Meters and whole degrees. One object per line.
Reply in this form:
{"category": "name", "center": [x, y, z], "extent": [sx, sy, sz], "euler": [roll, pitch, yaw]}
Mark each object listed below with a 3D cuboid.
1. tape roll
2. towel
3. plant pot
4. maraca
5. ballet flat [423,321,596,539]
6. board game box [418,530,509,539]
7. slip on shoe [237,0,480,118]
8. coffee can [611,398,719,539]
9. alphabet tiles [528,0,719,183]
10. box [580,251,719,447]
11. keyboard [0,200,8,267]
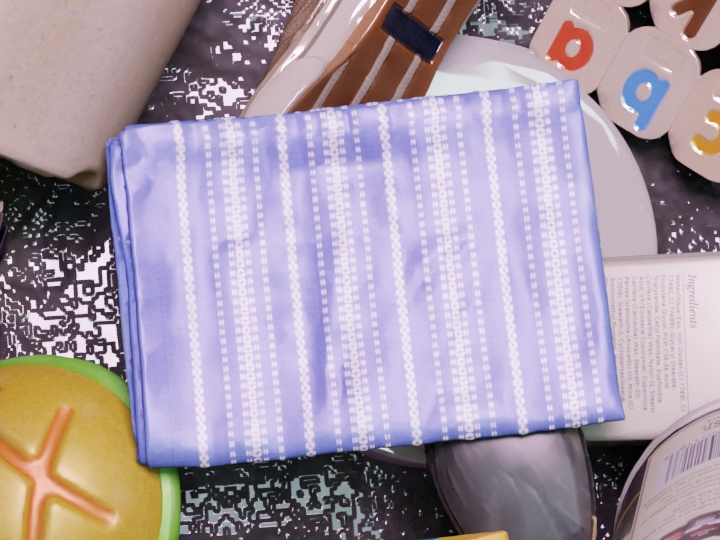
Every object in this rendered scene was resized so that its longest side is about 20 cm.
{"category": "tape roll", "center": [0.039, -0.010, 0.851], "extent": [0.202, 0.037, 0.204], "euler": [1, 81, -7]}
{"category": "towel", "center": [0.000, 0.000, 0.743], "extent": [0.199, 0.024, 0.146], "euler": [-6, 79, 1]}
{"category": "plant pot", "center": [-0.142, -0.141, 0.783], "extent": [0.200, 0.200, 0.184], "euler": [21, 90, -4]}
{"category": "maraca", "center": [-0.165, 0.117, 0.773], "extent": [0.199, 0.107, 0.138], "euler": [-29, 70, 12]}
{"category": "ballet flat", "center": [0.047, 0.046, 0.775], "extent": [0.066, 0.057, 0.201], "euler": [-23, 73, -1]}
{"category": "board game box", "center": [0.039, 0.184, 0.737], "extent": [0.040, 0.200, 0.154], "euler": [-14, 84, -10]}
{"category": "slip on shoe", "center": [-0.007, -0.101, 0.814], "extent": [0.076, 0.061, 0.201], "euler": [33, 89, -46]}
{"category": "coffee can", "center": [0.153, 0.144, 0.662], "extent": [0.146, 0.200, 0.147], "euler": [4, 108, 13]}
{"category": "alphabet tiles", "center": [0.170, -0.149, 0.842], "extent": [0.200, 0.015, 0.196], "euler": [33, 111, 13]}
{"category": "box", "center": [0.185, 0.032, 0.776], "extent": [0.199, 0.068, 0.083], "euler": [-2, 81, 15]}
{"category": "keyboard", "center": [-0.181, 0.048, 0.740], "extent": [0.021, 0.127, 0.201], "euler": [28, 42, -32]}
